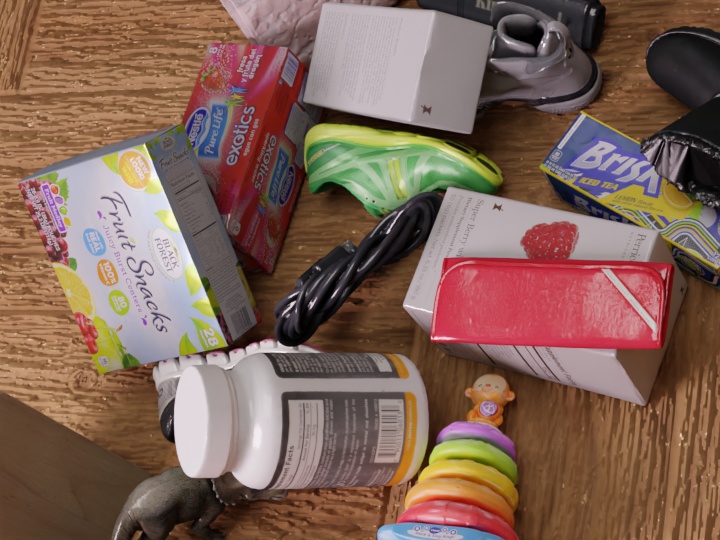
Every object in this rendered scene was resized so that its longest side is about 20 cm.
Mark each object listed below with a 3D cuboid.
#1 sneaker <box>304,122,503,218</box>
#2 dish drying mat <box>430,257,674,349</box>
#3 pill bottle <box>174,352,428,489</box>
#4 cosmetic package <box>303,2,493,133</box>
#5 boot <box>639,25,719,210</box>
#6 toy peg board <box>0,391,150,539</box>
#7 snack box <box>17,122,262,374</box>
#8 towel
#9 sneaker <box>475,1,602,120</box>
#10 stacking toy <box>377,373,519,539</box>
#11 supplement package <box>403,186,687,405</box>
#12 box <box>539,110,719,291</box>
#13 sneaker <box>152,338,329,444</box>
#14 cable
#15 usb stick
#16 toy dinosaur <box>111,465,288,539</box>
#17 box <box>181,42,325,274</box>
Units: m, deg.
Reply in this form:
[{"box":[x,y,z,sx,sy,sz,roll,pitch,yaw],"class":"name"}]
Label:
[{"box":[0.041,-0.088,1.792,0.199,0.074,0.084,9,95,23],"class":"sneaker"},{"box":[0.155,0.026,1.567,0.199,0.018,0.077,2,71,24],"class":"dish drying mat"},{"box":[-0.051,0.128,1.634,0.199,0.116,0.117,1,58,-22],"class":"pill bottle"},{"box":[0.032,-0.189,1.768,0.200,0.071,0.102,19,98,58],"class":"cosmetic package"},{"box":[0.298,-0.130,1.650,0.198,0.074,0.162,30,45,27],"class":"boot"},{"box":[-0.320,0.232,1.718,0.098,0.200,0.200,5,67,44],"class":"toy peg board"},{"box":[-0.203,-0.018,1.762,0.168,0.201,0.068,-12,16,35],"class":"snack box"},{"box":[-0.035,-0.290,1.839,0.200,0.191,0.032,-37,53,2],"class":"towel"},{"box":[0.116,-0.196,1.774,0.199,0.115,0.075,-1,65,23],"class":"sneaker"},{"box":[0.096,0.171,1.627,0.116,0.110,0.200,3,55,21],"class":"stacking toy"},{"box":[0.161,0.021,1.647,0.199,0.120,0.122,13,72,27],"class":"supplement package"},{"box":[0.258,-0.060,1.679,0.200,0.064,0.070,33,81,32],"class":"box"},{"box":[-0.104,0.119,1.742,0.199,0.074,0.088,-9,62,24],"class":"sneaker"},{"box":[0.000,0.000,1.688,0.163,0.200,0.051,-32,95,35],"class":"cable"},{"box":[0.141,-0.257,1.836,0.200,0.033,0.056,20,106,29],"class":"usb stick"},{"box":[-0.168,0.206,1.691,0.199,0.102,0.077,-13,48,-20],"class":"toy dinosaur"},{"box":[-0.116,-0.109,1.838,0.095,0.100,0.201,7,69,29],"class":"box"}]
